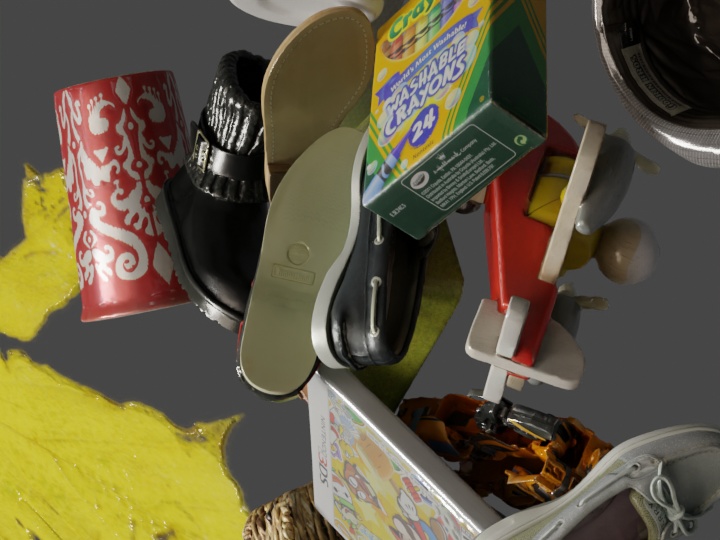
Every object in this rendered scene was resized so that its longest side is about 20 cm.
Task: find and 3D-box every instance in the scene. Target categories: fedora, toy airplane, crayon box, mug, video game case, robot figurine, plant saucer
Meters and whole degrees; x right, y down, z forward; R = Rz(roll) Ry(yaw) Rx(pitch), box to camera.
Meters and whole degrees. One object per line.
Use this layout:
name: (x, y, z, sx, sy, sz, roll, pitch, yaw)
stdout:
fedora: (0.227, -0.154, 1.069, 0.199, 0.090, 0.179, -12, 93, 58)
toy airplane: (0.132, -0.006, 1.204, 0.200, 0.140, 0.201, -139, 52, -80)
crayon box: (0.063, -0.135, 1.199, 0.126, 0.051, 0.201, -38, 33, 38)
mug: (-0.212, -0.064, 1.617, 0.177, 0.133, 0.202, -8, 95, 50)
video game case: (0.030, 0.178, 1.331, 0.200, 0.023, 0.183, 42, 150, 32)
robot figurine: (0.112, 0.136, 1.302, 0.199, 0.145, 0.059, 1, 61, 59)
plant saucer: (0.000, 0.000, 1.379, 0.201, 0.047, 0.201, 118, 148, -43)

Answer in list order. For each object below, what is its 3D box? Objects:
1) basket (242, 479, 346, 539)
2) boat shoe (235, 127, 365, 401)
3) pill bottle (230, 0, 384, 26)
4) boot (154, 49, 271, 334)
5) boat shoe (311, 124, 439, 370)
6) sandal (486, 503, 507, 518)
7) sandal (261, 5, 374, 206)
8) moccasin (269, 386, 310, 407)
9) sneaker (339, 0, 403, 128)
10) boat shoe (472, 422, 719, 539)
basket: (-0.026, 0.279, 1.504, 0.149, 0.142, 0.201, -33, 78, 52)
boat shoe: (-0.039, -0.005, 1.301, 0.063, 0.073, 0.203, 120, 169, -77)
pill bottle: (-0.027, -0.279, 1.272, 0.114, 0.114, 0.202, -3, 76, 51)
boot: (-0.090, -0.062, 1.452, 0.158, 0.079, 0.212, -58, 44, 26)
boat shoe: (0.026, -0.025, 1.249, 0.060, 0.076, 0.202, 0, 68, 35)
sandal: (0.073, 0.212, 1.415, 0.201, 0.079, 0.058, 43, 132, 45)
sandal: (-0.042, -0.131, 1.325, 0.213, 0.077, 0.070, 102, 158, -49)
moccasin: (-0.045, 0.066, 1.501, 0.202, 0.073, 0.078, 54, 140, 23)
sneaker: (-0.027, -0.186, 1.393, 0.099, 0.070, 0.201, 41, 126, 36)
boat shoe: (0.163, 0.169, 1.195, 0.065, 0.201, 0.075, -126, 12, -63)
